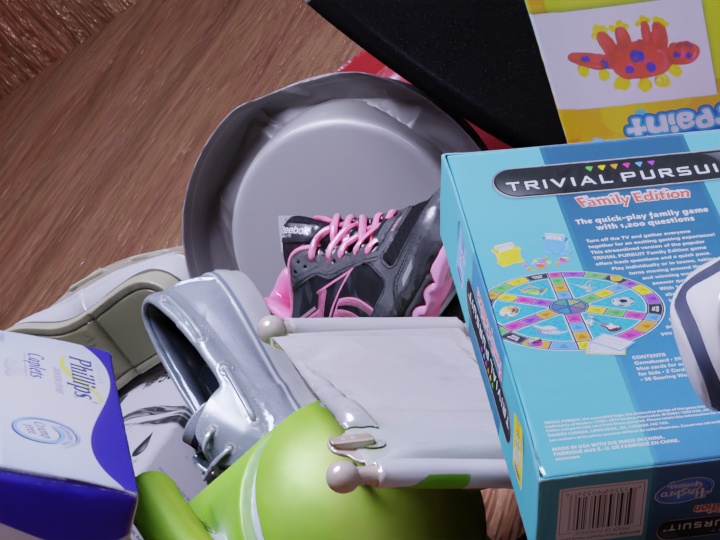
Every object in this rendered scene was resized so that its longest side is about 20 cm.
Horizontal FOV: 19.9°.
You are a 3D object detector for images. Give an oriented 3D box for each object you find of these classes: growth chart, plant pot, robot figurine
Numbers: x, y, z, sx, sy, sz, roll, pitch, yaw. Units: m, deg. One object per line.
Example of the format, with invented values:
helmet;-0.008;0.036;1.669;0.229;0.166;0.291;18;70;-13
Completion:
growth chart;0.034;0.053;0.891;0.200;0.144;0.018;-128;45;-67
plant pot;0.084;-0.175;1.172;0.200;0.177;0.200;-45;17;3
robot figurine;-0.020;0.132;0.935;0.200;0.174;0.116;-43;50;46

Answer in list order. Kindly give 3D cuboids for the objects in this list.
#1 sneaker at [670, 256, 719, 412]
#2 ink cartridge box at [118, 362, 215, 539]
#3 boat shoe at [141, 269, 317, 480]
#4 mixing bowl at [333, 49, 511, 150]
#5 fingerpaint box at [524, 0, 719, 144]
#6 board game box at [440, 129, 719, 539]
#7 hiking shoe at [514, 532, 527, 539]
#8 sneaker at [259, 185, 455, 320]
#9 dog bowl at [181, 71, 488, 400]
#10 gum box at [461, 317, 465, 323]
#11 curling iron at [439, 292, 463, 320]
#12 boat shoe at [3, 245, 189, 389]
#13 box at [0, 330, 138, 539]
sneaker;0.218;-0.012;0.722;0.198;0.080;0.129;-19;3;-25
ink cartridge box;-0.123;0.125;1.259;0.146;0.084;0.200;-24;24;43
boat shoe;-0.064;0.085;1.108;0.071;0.201;0.070;-12;-38;-24
mixing bowl;0.028;-0.098;1.460;0.200;0.109;0.200;-36;18;14
fingerpaint box;0.189;-0.138;1.016;0.199;0.168;0.073;-9;28;22
board game box;0.123;0.023;0.829;0.150;0.047;0.201;-5;39;-6
hiking shoe;0.103;0.124;0.798;0.101;0.076;0.200;-48;17;-14
sneaker;0.000;0.000;1.092;0.079;0.095;0.200;-50;0;-33
dog bowl;-0.002;-0.023;1.203;0.199;0.201;0.059;-33;3;22
gum box;0.141;0.015;1.001;0.199;0.066;0.114;-17;27;54
curling iron;0.033;0.050;1.114;0.201;0.025;0.050;-58;21;11
boat shoe;-0.164;0.041;1.310;0.199;0.075;0.068;-21;17;36
box;-0.172;0.146;0.902;0.184;0.104;0.201;-124;47;-71
